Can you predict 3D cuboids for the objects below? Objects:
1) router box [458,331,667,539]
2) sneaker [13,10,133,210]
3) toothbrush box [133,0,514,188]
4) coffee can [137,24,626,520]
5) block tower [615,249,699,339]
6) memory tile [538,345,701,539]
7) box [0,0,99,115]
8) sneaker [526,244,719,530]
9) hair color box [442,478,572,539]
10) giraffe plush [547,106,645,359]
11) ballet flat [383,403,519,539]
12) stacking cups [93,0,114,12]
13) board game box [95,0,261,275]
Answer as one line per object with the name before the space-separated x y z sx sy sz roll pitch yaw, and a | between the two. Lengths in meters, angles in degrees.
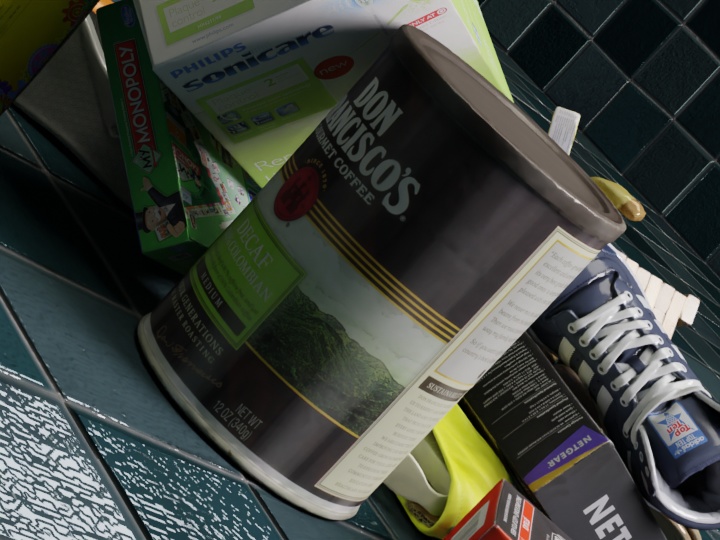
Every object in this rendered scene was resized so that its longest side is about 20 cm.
router box | 0.114 0.114 1.239 0.157 0.052 0.200 54 -2 45
sneaker | -0.159 -0.115 1.268 0.200 0.071 0.099 49 12 -3
toothbrush box | -0.017 -0.124 1.133 0.200 0.146 0.086 51 20 -62
coffee can | 0.010 0.002 1.062 0.146 0.200 0.146 40 11 -10
block tower | 0.103 -0.002 1.269 0.200 0.058 0.054 29 -16 -25
memory tile | 0.133 0.094 1.364 0.200 0.017 0.153 34 -23 39
box | -0.209 -0.215 1.126 0.122 0.200 0.193 30 16 -44
sneaker | 0.149 0.054 1.186 0.200 0.070 0.109 59 -4 -12
hair color box | 0.122 0.200 1.068 0.200 0.061 0.102 43 10 -1
giraffe plush | 0.100 0.001 1.562 0.173 0.200 0.162 32 -24 11
ballet flat | 0.012 0.073 1.180 0.067 0.067 0.200 -1 42 -43
stacking cups | -0.193 -0.171 1.321 0.200 0.061 0.061 36 12 -4
board game box | -0.083 -0.057 1.180 0.200 0.029 0.135 35 42 -71
